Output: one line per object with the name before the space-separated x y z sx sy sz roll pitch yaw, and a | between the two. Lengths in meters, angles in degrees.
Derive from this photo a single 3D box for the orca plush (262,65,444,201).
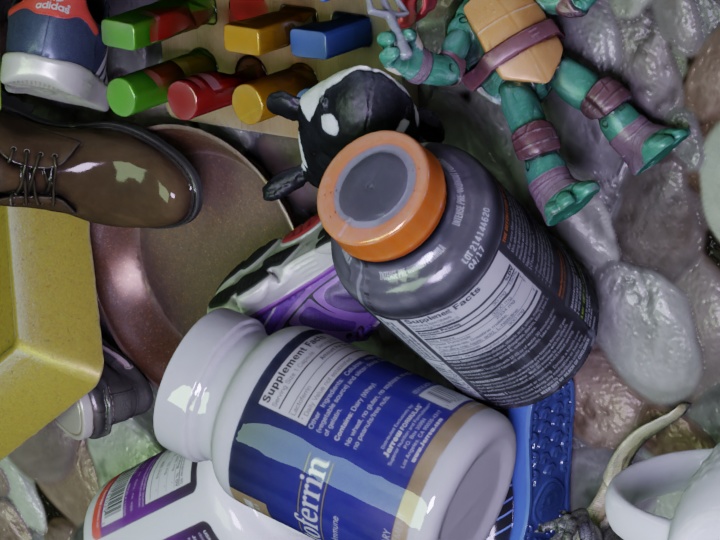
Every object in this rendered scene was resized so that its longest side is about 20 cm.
orca plush | -0.018 -0.058 1.616 0.200 0.105 0.071 -23 54 63

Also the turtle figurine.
turtle figurine | 0.092 -0.132 1.561 0.150 0.101 0.200 -34 83 1

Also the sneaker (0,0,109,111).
sneaker | -0.191 -0.153 1.765 0.075 0.200 0.085 11 89 -6

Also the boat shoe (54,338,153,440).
boat shoe | -0.209 0.063 1.904 0.200 0.057 0.067 37 132 53

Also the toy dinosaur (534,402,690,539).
toy dinosaur | 0.134 0.166 1.641 0.047 0.088 0.200 41 128 38

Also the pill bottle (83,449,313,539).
pill bottle | -0.084 0.158 1.804 0.200 0.111 0.112 -28 87 43

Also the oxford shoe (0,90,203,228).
oxford shoe | -0.200 -0.061 1.779 0.199 0.084 0.073 13 114 18

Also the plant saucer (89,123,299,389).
plant saucer | -0.100 -0.003 1.809 0.200 0.037 0.201 15 114 35

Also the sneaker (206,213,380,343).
sneaker | 0.000 0.000 1.696 0.200 0.081 0.083 -30 111 28

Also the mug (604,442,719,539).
mug | 0.229 0.137 1.489 0.200 0.175 0.148 12 113 37

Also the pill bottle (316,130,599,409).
pill bottle | 0.052 -0.005 1.561 0.106 0.200 0.106 -14 58 24

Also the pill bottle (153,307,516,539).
pill bottle | -0.017 0.102 1.629 0.200 0.116 0.116 24 120 23

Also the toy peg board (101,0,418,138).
toy peg board | -0.074 -0.171 1.682 0.199 0.098 0.201 12 114 37

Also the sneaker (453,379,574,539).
sneaker | 0.083 0.142 1.691 0.078 0.070 0.201 18 110 36

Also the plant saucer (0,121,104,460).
plant saucer | -0.255 0.022 1.876 0.200 0.048 0.200 -37 53 44
